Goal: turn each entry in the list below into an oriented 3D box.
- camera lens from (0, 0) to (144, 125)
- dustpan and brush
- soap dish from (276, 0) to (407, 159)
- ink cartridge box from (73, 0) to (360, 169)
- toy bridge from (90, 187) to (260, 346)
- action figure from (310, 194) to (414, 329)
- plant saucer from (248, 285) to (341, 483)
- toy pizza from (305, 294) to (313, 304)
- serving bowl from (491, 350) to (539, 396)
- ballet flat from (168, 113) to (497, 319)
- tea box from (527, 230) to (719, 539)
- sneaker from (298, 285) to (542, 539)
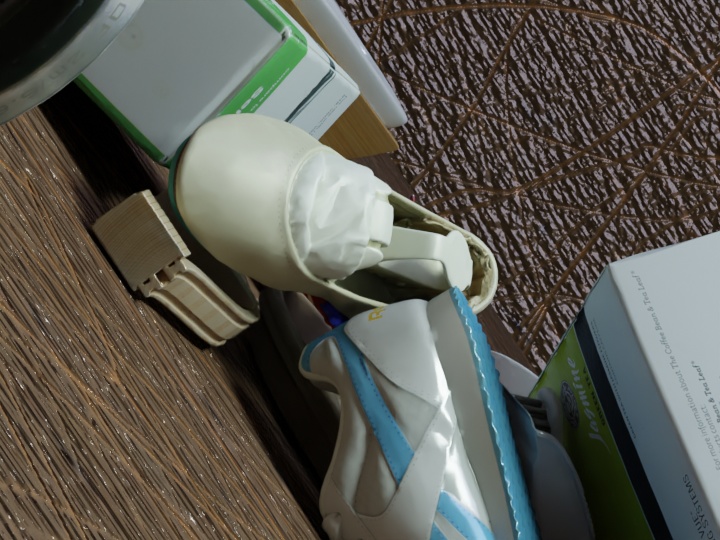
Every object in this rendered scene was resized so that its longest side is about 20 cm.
[{"bbox_3d":[-0.117,-0.118,0.736,0.160,0.160,0.200,55,4,-9],"label":"camera lens"},{"bbox_3d":[0.078,0.117,1.340,0.140,0.057,0.201,-130,-148,-57],"label":"dustpan and brush"},{"bbox_3d":[-0.053,-0.191,2.418,0.200,0.081,0.158,52,5,-31],"label":"soap dish"},{"bbox_3d":[-0.089,-0.111,1.321,0.147,0.083,0.200,44,3,10],"label":"ink cartridge box"},{"bbox_3d":[-0.069,-0.002,1.243,0.067,0.027,0.200,56,4,1],"label":"toy bridge"},{"bbox_3d":[0.000,0.000,1.370,0.200,0.065,0.052,48,36,-59],"label":"action figure"},{"bbox_3d":[0.007,0.091,1.373,0.201,0.029,0.200,55,5,-8],"label":"plant saucer"},{"bbox_3d":[-0.023,0.012,1.603,0.201,0.032,0.200,56,3,-5],"label":"toy pizza"},{"bbox_3d":[0.090,0.139,1.495,0.200,0.066,0.200,47,-18,20],"label":"serving bowl"},{"bbox_3d":[-0.002,-0.017,1.226,0.200,0.069,0.070,27,27,-57],"label":"ballet flat"},{"bbox_3d":[0.179,0.102,1.296,0.197,0.133,0.201,115,-44,-67],"label":"tea box"},{"bbox_3d":[0.030,0.112,1.216,0.077,0.080,0.201,47,29,-72],"label":"sneaker"}]
